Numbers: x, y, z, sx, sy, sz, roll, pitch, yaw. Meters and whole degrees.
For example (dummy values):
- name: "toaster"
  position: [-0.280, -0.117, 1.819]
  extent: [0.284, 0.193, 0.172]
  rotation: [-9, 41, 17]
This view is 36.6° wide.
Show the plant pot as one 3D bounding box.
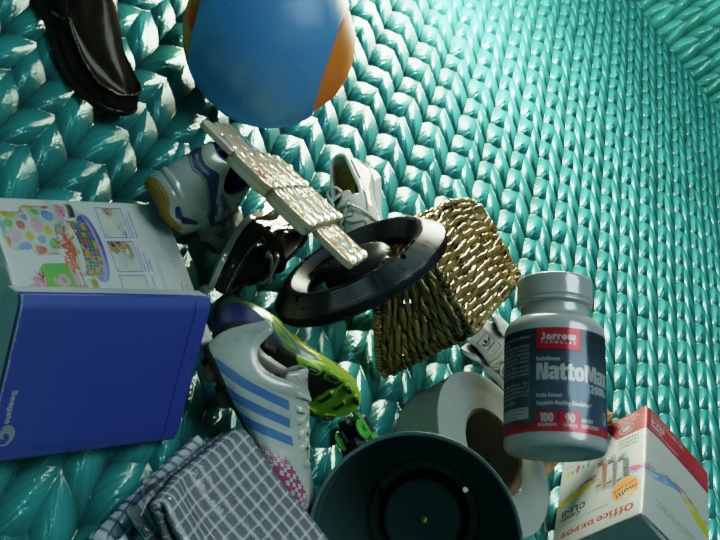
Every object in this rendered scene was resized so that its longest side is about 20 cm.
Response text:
- name: "plant pot"
  position: [0.056, 0.250, 1.050]
  extent: [0.202, 0.198, 0.134]
  rotation: [60, 5, 5]

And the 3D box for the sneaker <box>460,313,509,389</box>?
- name: "sneaker"
  position: [0.190, 0.127, 1.384]
  extent: [0.114, 0.075, 0.200]
  rotation: [40, 12, -17]

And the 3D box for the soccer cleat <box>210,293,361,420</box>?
- name: "soccer cleat"
  position: [-0.071, 0.085, 1.113]
  extent: [0.199, 0.065, 0.084]
  rotation: [36, 24, -35]

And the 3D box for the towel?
- name: "towel"
  position: [-0.106, 0.243, 0.910]
  extent: [0.202, 0.085, 0.165]
  rotation: [56, 32, -2]

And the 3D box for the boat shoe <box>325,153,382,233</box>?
- name: "boat shoe"
  position: [-0.013, -0.068, 1.307]
  extent: [0.086, 0.074, 0.204]
  rotation: [32, 39, -34]

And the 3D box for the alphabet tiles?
- name: "alphabet tiles"
  position: [-0.069, -0.077, 1.050]
  extent: [0.195, 0.015, 0.200]
  rotation: [44, 9, 2]

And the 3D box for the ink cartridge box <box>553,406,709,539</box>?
- name: "ink cartridge box"
  position: [0.351, 0.314, 1.404]
  extent: [0.145, 0.145, 0.201]
  rotation: [46, 33, -16]

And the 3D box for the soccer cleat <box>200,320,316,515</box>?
- name: "soccer cleat"
  position: [-0.072, 0.140, 1.003]
  extent: [0.202, 0.085, 0.070]
  rotation: [64, -3, -16]

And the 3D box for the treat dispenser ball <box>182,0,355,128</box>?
- name: "treat dispenser ball"
  position: [-0.104, -0.265, 1.236]
  extent: [0.200, 0.200, 0.203]
  rotation: [33, 39, -32]

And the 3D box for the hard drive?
- name: "hard drive"
  position: [-0.211, 0.080, 0.878]
  extent: [0.025, 0.134, 0.199]
  rotation: [22, 11, 34]

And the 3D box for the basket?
- name: "basket"
  position: [0.077, 0.011, 1.284]
  extent: [0.144, 0.148, 0.200]
  rotation: [58, 32, -4]

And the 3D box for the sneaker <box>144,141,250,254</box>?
- name: "sneaker"
  position: [-0.138, -0.073, 1.080]
  extent: [0.076, 0.088, 0.200]
  rotation: [56, 5, 7]

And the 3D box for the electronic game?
- name: "electronic game"
  position: [0.000, 0.000, 1.142]
  extent: [0.042, 0.197, 0.200]
  rotation: [64, 30, -18]

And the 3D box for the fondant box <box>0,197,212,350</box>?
- name: "fondant box"
  position: [-0.237, 0.016, 0.953]
  extent: [0.199, 0.058, 0.146]
  rotation: [0, 63, -54]

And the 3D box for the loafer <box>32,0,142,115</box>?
- name: "loafer"
  position: [-0.279, -0.252, 1.110]
  extent: [0.202, 0.071, 0.073]
  rotation: [60, 33, 4]

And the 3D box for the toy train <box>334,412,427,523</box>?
- name: "toy train"
  position: [0.038, 0.238, 1.151]
  extent: [0.202, 0.041, 0.056]
  rotation: [59, 23, 2]

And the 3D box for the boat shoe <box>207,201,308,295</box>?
- name: "boat shoe"
  position: [-0.103, -0.017, 1.123]
  extent: [0.060, 0.075, 0.200]
  rotation: [32, 18, 1]

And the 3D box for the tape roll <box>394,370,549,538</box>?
- name: "tape roll"
  position: [0.131, 0.223, 1.257]
  extent: [0.201, 0.070, 0.205]
  rotation: [34, 39, -32]

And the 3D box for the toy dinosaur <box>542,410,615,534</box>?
- name: "toy dinosaur"
  position: [0.256, 0.228, 1.414]
  extent: [0.105, 0.061, 0.200]
  rotation: [31, 60, 32]

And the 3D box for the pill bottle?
- name: "pill bottle"
  position: [0.224, 0.111, 1.254]
  extent: [0.119, 0.118, 0.204]
  rotation: [20, 64, -43]
